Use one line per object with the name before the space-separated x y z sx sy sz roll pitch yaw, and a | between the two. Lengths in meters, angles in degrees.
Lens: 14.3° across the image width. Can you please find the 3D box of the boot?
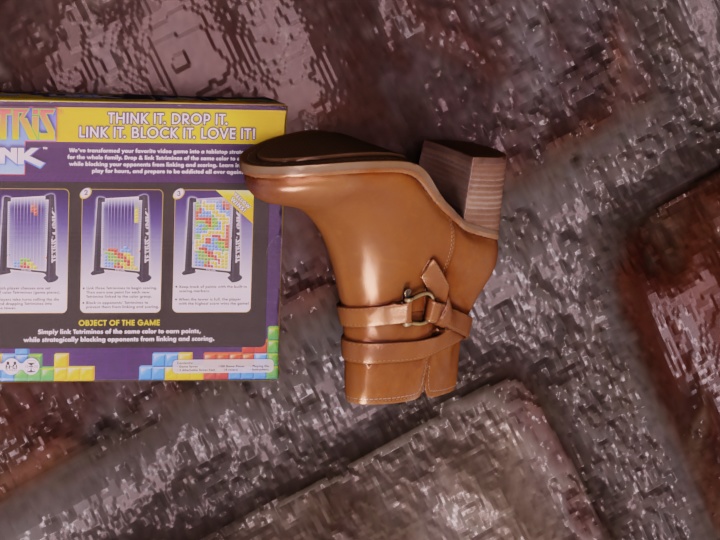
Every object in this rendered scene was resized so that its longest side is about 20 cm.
boot | 0.000 0.000 1.689 0.199 0.076 0.156 -1 107 -48

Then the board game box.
board game box | -0.146 -0.020 1.679 0.199 0.057 0.167 1 97 -15
